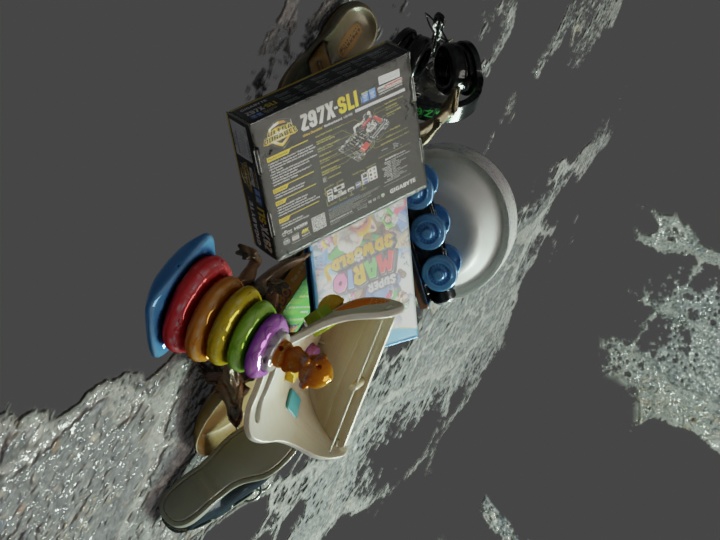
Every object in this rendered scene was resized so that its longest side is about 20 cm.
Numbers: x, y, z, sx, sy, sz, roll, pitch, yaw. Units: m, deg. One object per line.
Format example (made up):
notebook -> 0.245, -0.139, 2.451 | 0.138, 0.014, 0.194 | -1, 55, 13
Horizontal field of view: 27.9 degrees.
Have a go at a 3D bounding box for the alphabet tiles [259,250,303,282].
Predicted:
alphabet tiles -> -0.085, 0.030, 1.798 | 0.200, 0.007, 0.169 | -40, 155, -48

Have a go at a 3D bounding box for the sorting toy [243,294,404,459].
sorting toy -> -0.062, 0.117, 1.625 | 0.179, 0.106, 0.202 | -15, 131, -59

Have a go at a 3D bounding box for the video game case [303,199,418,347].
video game case -> 0.000, 0.000, 1.738 | 0.142, 0.018, 0.203 | -14, 108, -29

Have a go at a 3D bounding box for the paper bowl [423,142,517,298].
paper bowl -> 0.102, -0.061, 1.902 | 0.203, 0.199, 0.104 | -68, 171, 17

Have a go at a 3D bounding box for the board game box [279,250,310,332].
board game box -> -0.073, 0.025, 1.767 | 0.201, 0.030, 0.096 | -59, 164, -6

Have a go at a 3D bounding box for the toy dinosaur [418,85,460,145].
toy dinosaur -> 0.036, -0.137, 1.651 | 0.198, 0.059, 0.101 | -30, 180, 17

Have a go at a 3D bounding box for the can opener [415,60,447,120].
can opener -> 0.056, -0.202, 1.817 | 0.200, 0.053, 0.067 | -40, 176, -41

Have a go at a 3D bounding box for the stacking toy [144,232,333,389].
stacking toy -> -0.112, 0.064, 1.456 | 0.116, 0.198, 0.110 | -53, 161, -31

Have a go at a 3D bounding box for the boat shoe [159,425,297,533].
boat shoe -> -0.156, 0.254, 1.772 | 0.199, 0.075, 0.062 | -39, 161, -16

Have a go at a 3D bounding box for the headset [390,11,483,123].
headset -> 0.086, -0.241, 1.756 | 0.095, 0.122, 0.202 | 105, -4, -46

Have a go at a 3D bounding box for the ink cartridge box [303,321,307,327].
ink cartridge box -> -0.016, 0.046, 1.912 | 0.117, 0.066, 0.200 | -60, 172, -7

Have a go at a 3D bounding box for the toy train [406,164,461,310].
toy train -> 0.055, -0.046, 1.813 | 0.087, 0.113, 0.203 | -59, 133, -72

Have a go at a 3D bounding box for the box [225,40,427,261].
box -> -0.029, -0.123, 1.479 | 0.198, 0.049, 0.161 | -28, 125, -24

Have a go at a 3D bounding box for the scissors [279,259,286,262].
scissors -> -0.062, -0.022, 1.804 | 0.074, 0.014, 0.200 | -61, 163, -7

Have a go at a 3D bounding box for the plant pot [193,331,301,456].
plant pot -> -0.131, 0.143, 1.750 | 0.200, 0.027, 0.201 | -41, 162, -16

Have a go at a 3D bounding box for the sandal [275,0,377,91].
sandal -> -0.030, -0.200, 1.514 | 0.080, 0.054, 0.201 | 49, 63, -40

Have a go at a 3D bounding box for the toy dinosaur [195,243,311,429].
toy dinosaur -> -0.127, 0.060, 1.617 | 0.201, 0.085, 0.136 | -59, 164, -29
